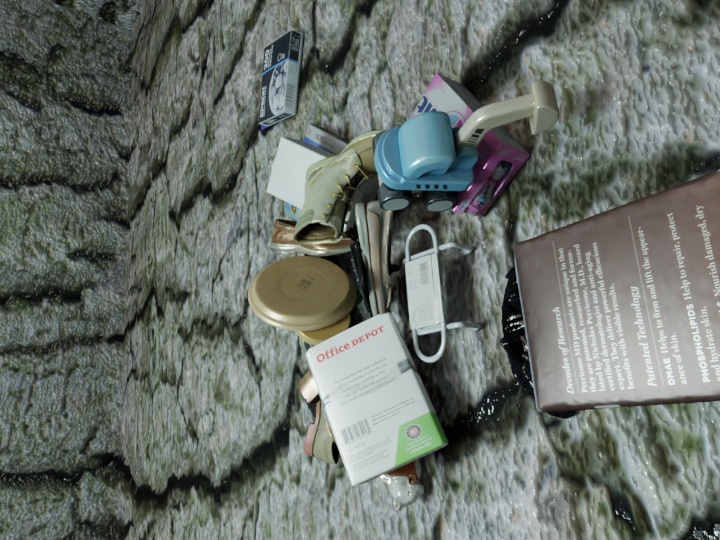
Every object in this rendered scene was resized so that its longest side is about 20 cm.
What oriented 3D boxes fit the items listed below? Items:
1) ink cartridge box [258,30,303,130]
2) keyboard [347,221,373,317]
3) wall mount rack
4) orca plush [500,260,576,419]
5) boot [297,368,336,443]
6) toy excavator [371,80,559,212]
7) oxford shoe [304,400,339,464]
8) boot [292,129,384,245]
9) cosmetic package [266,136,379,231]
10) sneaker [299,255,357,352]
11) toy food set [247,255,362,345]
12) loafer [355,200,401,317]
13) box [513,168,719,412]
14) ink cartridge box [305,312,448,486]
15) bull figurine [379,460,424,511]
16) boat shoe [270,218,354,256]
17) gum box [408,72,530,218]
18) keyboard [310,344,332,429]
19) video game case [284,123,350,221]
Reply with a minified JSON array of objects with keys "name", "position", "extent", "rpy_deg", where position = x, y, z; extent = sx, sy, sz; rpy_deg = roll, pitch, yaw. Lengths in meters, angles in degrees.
[{"name":"ink cartridge box","position":[-0.216,-0.475,1.363],"extent":[0.198,0.043,0.203],"rpy_deg":[1,85,55]},{"name":"keyboard","position":[0.000,0.000,0.898],"extent":[0.200,0.020,0.130],"rpy_deg":[74,-173,-70]},{"name":"wall mount rack","position":[0.099,0.041,0.822],"extent":[0.172,0.074,0.204],"rpy_deg":[-20,68,48]},{"name":"orca plush","position":[0.206,0.079,0.662],"extent":[0.104,0.070,0.204],"rpy_deg":[-21,68,51]},{"name":"boot","position":[0.002,0.215,0.931],"extent":[0.155,0.077,0.201],"rpy_deg":[-42,71,6]},{"name":"toy excavator","position":[0.120,-0.158,0.672],"extent":[0.200,0.190,0.102],"rpy_deg":[122,145,-69]},{"name":"oxford shoe","position":[-0.042,0.257,1.000],"extent":[0.074,0.070,0.204],"rpy_deg":[17,98,26]},{"name":"boot","position":[-0.022,-0.127,0.858],"extent":[0.197,0.072,0.157],"rpy_deg":[-19,45,34]},{"name":"cosmetic package","position":[-0.071,-0.163,1.013],"extent":[0.198,0.081,0.115],"rpy_deg":[30,110,24]},{"name":"sneaker","position":[-0.045,0.060,1.032],"extent":[0.104,0.074,0.204],"rpy_deg":[1,76,33]},{"name":"toy food set","position":[-0.097,0.042,0.944],"extent":[0.199,0.196,0.049],"rpy_deg":[-65,-17,-51]},{"name":"loafer","position":[0.036,-0.010,0.835],"extent":[0.072,0.061,0.204],"rpy_deg":[-91,-9,-67]},{"name":"box","position":[0.277,0.035,0.491],"extent":[0.199,0.163,0.168],"rpy_deg":[-24,66,50]},{"name":"ink cartridge box","position":[0.023,0.187,0.795],"extent":[0.143,0.084,0.203],"rpy_deg":[-25,69,6]},{"name":"bull figurine","position":[0.042,0.264,0.846],"extent":[0.119,0.065,0.204],"rpy_deg":[0,72,12]},{"name":"boat shoe","position":[-0.085,-0.067,1.016],"extent":[0.196,0.076,0.073],"rpy_deg":[3,98,19]},{"name":"gum box","position":[0.147,-0.181,0.790],"extent":[0.114,0.065,0.202],"rpy_deg":[-56,44,31]},{"name":"keyboard","position":[-0.063,0.169,0.870],"extent":[0.011,0.057,0.202],"rpy_deg":[-25,41,5]},{"name":"video game case","position":[-0.082,-0.185,1.128],"extent":[0.181,0.045,0.203],"rpy_deg":[40,117,50]}]
